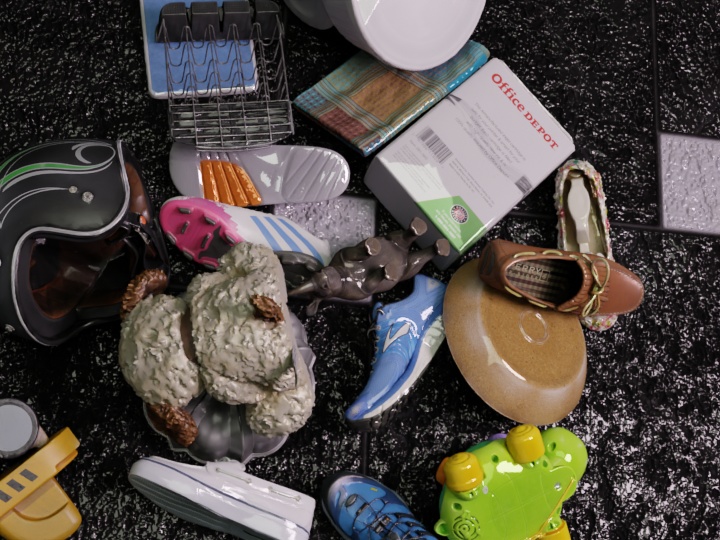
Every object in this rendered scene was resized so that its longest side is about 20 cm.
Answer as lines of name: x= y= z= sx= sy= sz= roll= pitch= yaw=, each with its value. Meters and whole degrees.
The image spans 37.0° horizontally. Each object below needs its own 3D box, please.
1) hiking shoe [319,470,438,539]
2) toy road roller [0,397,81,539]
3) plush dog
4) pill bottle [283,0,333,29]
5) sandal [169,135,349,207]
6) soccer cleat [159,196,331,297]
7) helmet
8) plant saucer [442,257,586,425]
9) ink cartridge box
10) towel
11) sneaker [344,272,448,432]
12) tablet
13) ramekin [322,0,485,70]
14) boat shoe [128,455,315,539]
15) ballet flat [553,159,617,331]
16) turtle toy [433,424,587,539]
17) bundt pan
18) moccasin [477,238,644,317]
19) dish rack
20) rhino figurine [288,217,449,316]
hiking shoe: x=0.044 y=0.277 z=1.115 sx=0.199 sy=0.087 sz=0.075 roll=40 pitch=72 yaw=2
toy road roller: x=-0.360 y=0.224 z=1.044 sx=0.199 sy=0.123 sz=0.147 roll=-38 pitch=95 yaw=-18
plush dog: x=-0.149 y=0.071 z=1.032 sx=0.169 sy=0.161 sz=0.203 roll=-16 pitch=78 yaw=2
pill bottle: x=-0.005 y=-0.388 z=1.278 sx=0.112 sy=0.112 sz=0.200 roll=45 pitch=72 yaw=4
sandal: x=-0.112 y=-0.106 z=1.207 sx=0.203 sy=0.059 sz=0.081 roll=5 pitch=93 yaw=4
soccer cleat: x=-0.123 y=-0.035 z=1.183 sx=0.197 sy=0.070 sz=0.087 roll=23 pitch=32 yaw=-8
helmet: x=-0.304 y=-0.031 z=1.086 sx=0.188 sy=0.200 sz=0.203 roll=-19 pitch=78 yaw=-2
plant saucer: x=0.181 y=0.068 z=1.183 sx=0.198 sy=0.035 sz=0.203 roll=17 pitch=55 yaw=-26
ink cartridge box: x=0.126 y=-0.123 z=1.241 sx=0.199 sy=0.084 sz=0.147 roll=-40 pitch=85 yaw=-19
towel: x=0.035 y=-0.222 z=1.247 sx=0.199 sy=0.022 sz=0.146 roll=-39 pitch=48 yaw=-17
sneaker: x=0.035 y=0.087 z=1.180 sx=0.088 sy=0.079 sz=0.201 roll=32 pitch=63 yaw=7
tablet: x=-0.194 y=-0.300 z=1.271 sx=0.128 sy=0.014 sz=0.204 roll=-5 pitch=75 yaw=-11
ramekin: x=0.042 y=-0.331 z=1.199 sx=0.200 sy=0.094 sz=0.206 roll=-15 pitch=115 yaw=-34
boat shoe: x=-0.140 y=0.229 z=1.113 sx=0.198 sy=0.074 sz=0.068 roll=28 pitch=57 yaw=-12
ballet flat: x=0.256 y=-0.031 z=1.241 sx=0.074 sy=0.064 sz=0.204 roll=-12 pitch=81 yaw=12
turtle toy: x=0.161 y=0.231 z=1.140 sx=0.197 sy=0.101 sz=0.148 roll=-21 pitch=101 yaw=-18
bundt pan: x=-0.139 y=0.102 z=1.138 sx=0.198 sy=0.076 sz=0.206 roll=3 pitch=75 yaw=-10
moccasin: x=0.225 y=0.011 z=1.158 sx=0.199 sy=0.078 sz=0.075 roll=18 pitch=100 yaw=-25
dish rack: x=-0.150 y=-0.216 z=1.204 sx=0.151 sy=0.055 sz=0.203 roll=-4 pitch=65 yaw=-10
rhino figurine: x=0.000 y=0.000 z=1.137 sx=0.198 sy=0.087 sz=0.061 roll=-21 pitch=86 yaw=-41
